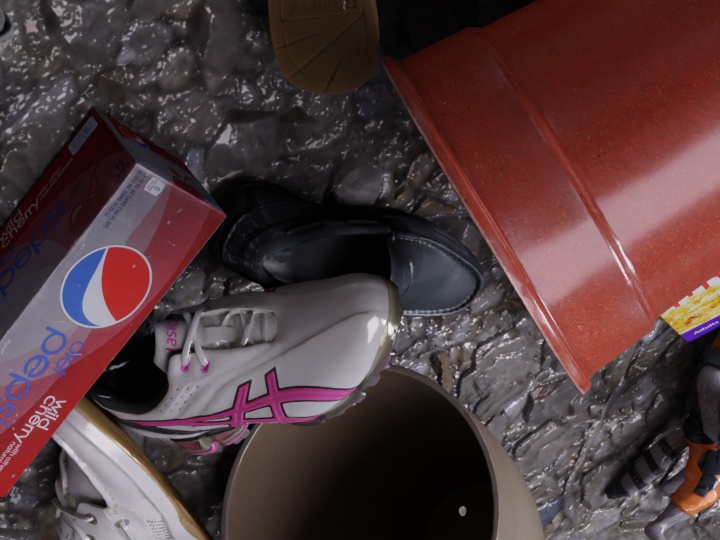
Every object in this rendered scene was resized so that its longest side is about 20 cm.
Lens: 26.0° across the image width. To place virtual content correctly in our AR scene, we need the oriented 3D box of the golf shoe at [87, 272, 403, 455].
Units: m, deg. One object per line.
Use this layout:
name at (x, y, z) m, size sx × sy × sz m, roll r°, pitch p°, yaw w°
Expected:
golf shoe at (-0.066, 0.049, 0.850) m, size 0.200 × 0.073 × 0.092 m, roll -26°, pitch 146°, yaw 35°

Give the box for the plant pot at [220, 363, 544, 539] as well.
plant pot at (0.041, 0.172, 1.014) m, size 0.187 × 0.187 × 0.200 m, roll -49°, pitch 149°, yaw 7°

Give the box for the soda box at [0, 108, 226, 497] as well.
soda box at (-0.164, 0.019, 0.820) m, size 0.200 × 0.063 × 0.070 m, roll -50°, pitch 134°, yaw 8°

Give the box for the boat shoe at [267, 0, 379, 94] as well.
boat shoe at (-0.022, -0.188, 0.774) m, size 0.073 × 0.063 × 0.200 m, roll 2°, pitch 125°, yaw 1°

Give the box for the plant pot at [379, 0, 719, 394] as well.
plant pot at (0.143, -0.073, 0.789) m, size 0.195 × 0.201 × 0.201 m, roll -32°, pitch 136°, yaw 6°

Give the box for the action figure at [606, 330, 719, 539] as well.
action figure at (0.259, 0.118, 1.165) m, size 0.200 × 0.105 × 0.194 m, roll -11°, pitch 127°, yaw -60°

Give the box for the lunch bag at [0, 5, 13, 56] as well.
lunch bag at (-0.249, -0.046, 0.658) m, size 0.168 × 0.139 × 0.200 m, roll 8°, pitch 118°, yaw -38°

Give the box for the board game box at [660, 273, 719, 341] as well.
board game box at (0.230, -0.034, 0.951) m, size 0.151 × 0.046 × 0.200 m, roll -31°, pitch 152°, yaw 16°

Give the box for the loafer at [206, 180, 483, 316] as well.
loafer at (0.000, 0.000, 0.914) m, size 0.200 × 0.070 × 0.068 m, roll 14°, pitch 114°, yaw -40°

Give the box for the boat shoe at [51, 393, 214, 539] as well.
boat shoe at (-0.147, 0.139, 0.916) m, size 0.069 × 0.071 × 0.200 m, roll -36°, pitch 137°, yaw -8°
